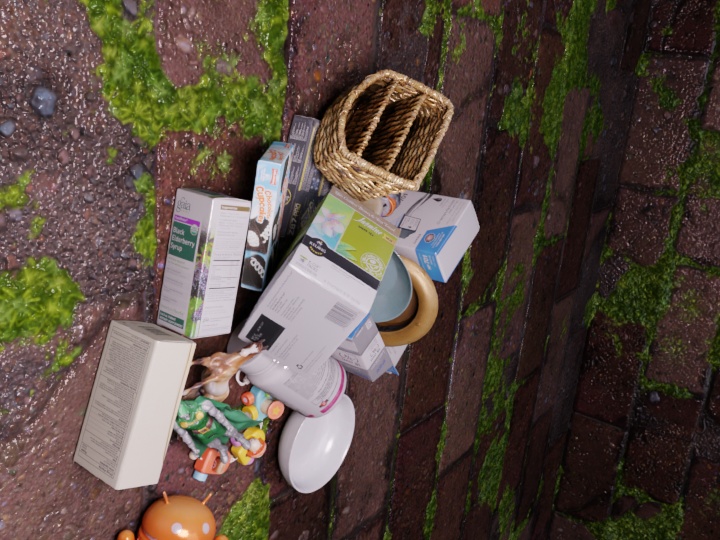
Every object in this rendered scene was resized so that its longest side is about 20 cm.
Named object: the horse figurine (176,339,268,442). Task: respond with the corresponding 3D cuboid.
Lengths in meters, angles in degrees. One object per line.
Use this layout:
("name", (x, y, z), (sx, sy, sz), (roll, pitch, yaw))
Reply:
("horse figurine", (-0.231, 0.175, 1.047), (0.132, 0.050, 0.200), (-20, 150, -45))

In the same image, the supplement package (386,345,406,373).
("supplement package", (0.044, 0.080, 1.400), (0.200, 0.120, 0.121), (-58, 144, -23))

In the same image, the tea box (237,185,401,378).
("tea box", (-0.061, 0.018, 1.060), (0.200, 0.133, 0.197), (-50, -168, 44))

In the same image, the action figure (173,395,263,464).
("action figure", (-0.227, 0.232, 1.034), (0.118, 0.055, 0.200), (-34, 147, -4))

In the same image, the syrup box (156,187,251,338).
("syrup box", (-0.224, -0.012, 1.000), (0.081, 0.079, 0.200), (-3, 106, -55))

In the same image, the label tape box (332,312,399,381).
("label tape box", (-0.027, 0.139, 1.266), (0.063, 0.144, 0.200), (-54, 142, -26))

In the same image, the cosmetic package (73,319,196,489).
("cosmetic package", (-0.304, 0.177, 0.942), (0.073, 0.103, 0.200), (12, 94, -56))

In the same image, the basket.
("basket", (0.033, -0.227, 1.113), (0.143, 0.149, 0.200), (44, 58, -29))

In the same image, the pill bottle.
("pill bottle", (-0.122, 0.160, 1.175), (0.200, 0.113, 0.114), (43, 68, -41))

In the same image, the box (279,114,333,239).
("box", (-0.073, -0.146, 1.194), (0.161, 0.049, 0.200), (6, 99, -59))

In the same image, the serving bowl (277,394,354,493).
("serving bowl", (-0.094, 0.322, 1.352), (0.200, 0.066, 0.200), (-28, 127, -47))

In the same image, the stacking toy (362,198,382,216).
("stacking toy", (0.006, -0.062, 1.248), (0.085, 0.085, 0.200), (-58, 159, -22))

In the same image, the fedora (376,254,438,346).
("fedora", (0.050, 0.043, 1.273), (0.082, 0.200, 0.201), (-46, 141, -61))

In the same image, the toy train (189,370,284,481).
("toy train", (-0.197, 0.270, 1.185), (0.150, 0.056, 0.200), (41, 70, -55))

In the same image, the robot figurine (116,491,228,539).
("robot figurine", (-0.290, 0.432, 1.064), (0.117, 0.144, 0.200), (8, 99, -79))

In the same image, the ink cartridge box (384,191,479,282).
("ink cartridge box", (0.104, -0.074, 1.350), (0.147, 0.200, 0.086), (-55, 141, -27))

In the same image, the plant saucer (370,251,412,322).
("plant saucer", (0.000, 0.000, 1.189), (0.039, 0.201, 0.201), (-54, 144, -45))

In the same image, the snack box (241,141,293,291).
("snack box", (-0.140, -0.084, 1.054), (0.116, 0.037, 0.200), (-82, -177, -66))

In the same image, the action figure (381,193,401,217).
("action figure", (0.052, -0.181, 1.294), (0.200, 0.104, 0.194), (96, 11, -50))
